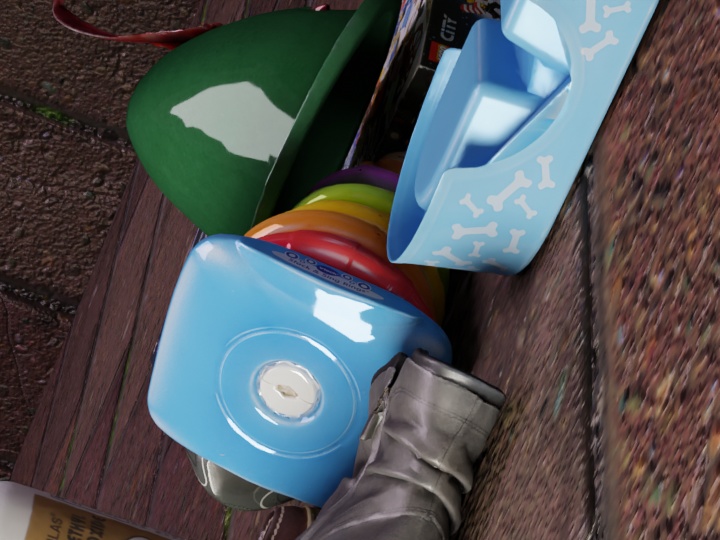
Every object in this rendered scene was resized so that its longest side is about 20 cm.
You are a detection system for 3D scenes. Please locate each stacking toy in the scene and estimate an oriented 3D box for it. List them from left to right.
[{"bbox_3d":[0.000,0.000,1.253,0.200,0.116,0.110,-58,-10,-55],"label":"stacking toy"}]

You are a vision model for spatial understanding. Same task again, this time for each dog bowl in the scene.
[{"bbox_3d":[0.068,-0.085,1.111,0.112,0.049,0.200,-87,19,-62],"label":"dog bowl"}]

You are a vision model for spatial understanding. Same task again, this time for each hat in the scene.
[{"bbox_3d":[-0.094,-0.087,1.339,0.166,0.176,0.200,-60,-7,-30],"label":"hat"}]

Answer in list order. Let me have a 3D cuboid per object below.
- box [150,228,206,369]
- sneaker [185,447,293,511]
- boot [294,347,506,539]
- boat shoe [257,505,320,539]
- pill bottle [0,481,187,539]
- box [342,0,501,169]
[{"bbox_3d":[-0.051,0.011,1.559,0.200,0.079,0.141,-134,62,-81],"label":"box"},{"bbox_3d":[-0.041,0.078,1.371,0.200,0.080,0.086,-57,-11,-72],"label":"sneaker"},{"bbox_3d":[-0.003,0.106,1.119,0.200,0.070,0.132,-25,42,63],"label":"boot"},{"bbox_3d":[-0.070,0.165,1.285,0.072,0.072,0.200,-63,0,44],"label":"boat shoe"},{"bbox_3d":[-0.166,0.171,1.502,0.114,0.200,0.115,-161,90,-81],"label":"pill bottle"},{"bbox_3d":[0.034,-0.111,1.421,0.200,0.038,0.137,-79,12,-45],"label":"box"}]
